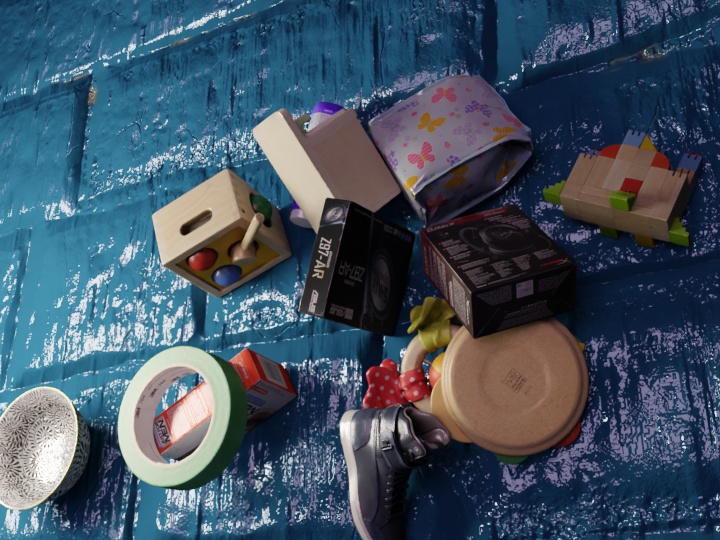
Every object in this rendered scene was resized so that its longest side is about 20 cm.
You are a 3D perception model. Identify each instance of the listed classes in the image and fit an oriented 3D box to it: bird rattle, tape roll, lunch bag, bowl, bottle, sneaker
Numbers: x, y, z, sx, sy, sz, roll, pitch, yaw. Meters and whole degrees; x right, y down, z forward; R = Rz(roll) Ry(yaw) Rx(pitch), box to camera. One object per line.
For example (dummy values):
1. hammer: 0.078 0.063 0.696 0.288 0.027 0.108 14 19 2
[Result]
1. bird rattle: 0.100 0.137 1.251 0.162 0.113 0.201 28 87 18
2. tape roll: -0.258 0.213 1.310 0.198 0.048 0.203 -10 67 24
3. lunch bag: 0.138 -0.183 1.343 0.199 0.127 0.170 -32 55 0
4. bowl: -0.520 0.305 1.520 0.199 0.094 0.203 -11 64 24
5. bottle: -0.069 -0.170 1.479 0.065 0.084 0.202 13 75 4
6. sneaker: 0.056 0.275 1.187 0.145 0.077 0.205 -17 84 36

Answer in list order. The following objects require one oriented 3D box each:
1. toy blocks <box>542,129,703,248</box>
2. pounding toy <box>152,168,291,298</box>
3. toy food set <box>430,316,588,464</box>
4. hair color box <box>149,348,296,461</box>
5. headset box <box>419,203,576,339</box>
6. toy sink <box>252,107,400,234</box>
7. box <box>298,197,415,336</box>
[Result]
1. toy blocks: 0.368 -0.124 1.225 0.198 0.100 0.138 17 67 32
2. pounding toy: -0.206 -0.055 1.445 0.199 0.184 0.143 -29 59 15
3. toy food set: 0.202 0.147 1.185 0.196 0.049 0.202 20 83 11
4. hair color box: -0.209 0.212 1.378 0.199 0.111 0.064 -36 58 12
5. headset box: 0.176 -0.009 1.213 0.147 0.078 0.200 -15 31 -12
6. toy sink: -0.050 -0.168 1.369 0.112 0.201 0.130 -38 10 -24
7. box: 0.000 0.000 1.285 0.043 0.199 0.162 10 84 32
